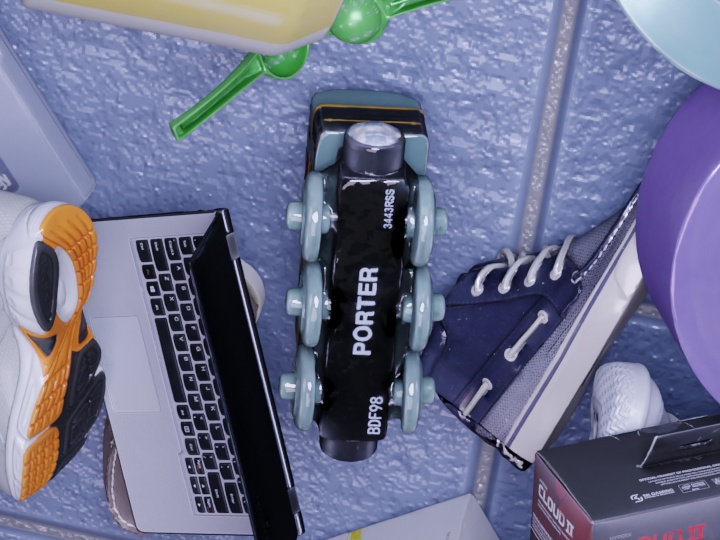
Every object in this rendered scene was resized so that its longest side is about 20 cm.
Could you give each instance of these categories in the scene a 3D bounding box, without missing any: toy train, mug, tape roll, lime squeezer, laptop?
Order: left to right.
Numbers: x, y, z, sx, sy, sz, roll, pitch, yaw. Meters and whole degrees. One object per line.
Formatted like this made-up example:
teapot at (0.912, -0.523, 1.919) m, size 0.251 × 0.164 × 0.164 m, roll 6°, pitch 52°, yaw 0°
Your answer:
laptop at (-0.105, 0.073, 1.539) m, size 0.199 × 0.116 × 0.188 m, roll -3°, pitch 105°, yaw 40°
mug at (-0.077, -0.171, 1.432) m, size 0.153 × 0.187 × 0.150 m, roll 19°, pitch 118°, yaw -10°
lime squeezer at (-0.017, -0.127, 1.511) m, size 0.199 × 0.071 × 0.038 m, roll -24°, pitch 100°, yaw -7°
toy train at (0.000, 0.000, 1.542) m, size 0.085 × 0.114 × 0.201 m, roll 1°, pitch 121°, yaw -4°
tape roll at (0.246, -0.016, 1.469) m, size 0.199 × 0.085 × 0.201 m, roll -3°, pitch 112°, yaw -8°

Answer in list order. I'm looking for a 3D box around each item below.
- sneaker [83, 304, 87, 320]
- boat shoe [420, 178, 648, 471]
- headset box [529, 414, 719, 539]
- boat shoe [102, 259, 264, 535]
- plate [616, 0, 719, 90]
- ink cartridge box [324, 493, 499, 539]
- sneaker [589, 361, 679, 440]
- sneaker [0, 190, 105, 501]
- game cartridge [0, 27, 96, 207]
sneaker at (-0.231, 0.071, 1.676) m, size 0.200 × 0.076 × 0.105 m, roll -27°, pitch 114°, yaw 25°
boat shoe at (0.102, 0.009, 1.568) m, size 0.093 × 0.075 × 0.200 m, roll 34°, pitch 114°, yaw 10°
headset box at (0.167, 0.165, 1.515) m, size 0.148 × 0.075 × 0.201 m, roll -9°, pitch 121°, yaw -20°
boat shoe at (-0.109, 0.082, 1.665) m, size 0.072 × 0.060 × 0.200 m, roll 23°, pitch 124°, yaw -3°
plate at (0.195, -0.182, 1.361) m, size 0.200 × 0.200 × 0.026 m, roll 45°, pitch 160°, yaw -17°
ink cartridge box at (-0.001, 0.243, 1.704) m, size 0.199 × 0.125 × 0.129 m, roll -21°, pitch 116°, yaw 23°
sneaker at (0.183, 0.115, 1.593) m, size 0.114 × 0.075 × 0.200 m, roll 2°, pitch 146°, yaw 5°
sneaker at (-0.197, 0.034, 1.590) m, size 0.092 × 0.076 × 0.201 m, roll 23°, pitch 127°, yaw 24°
game cartridge at (-0.255, -0.052, 1.627) m, size 0.199 × 0.041 × 0.133 m, roll -19°, pitch 113°, yaw 23°
